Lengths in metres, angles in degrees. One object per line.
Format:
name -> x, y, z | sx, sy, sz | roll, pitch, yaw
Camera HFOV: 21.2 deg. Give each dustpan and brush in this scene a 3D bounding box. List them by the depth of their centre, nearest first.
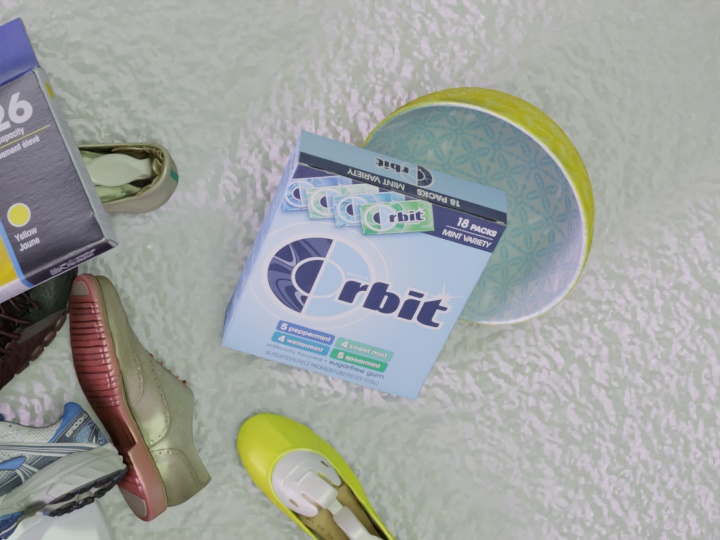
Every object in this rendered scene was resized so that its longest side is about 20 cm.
dustpan and brush -> -0.226, 0.279, 1.524 | 0.139, 0.057, 0.201 | -36, 91, -19

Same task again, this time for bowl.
bowl -> 0.104, -0.069, 1.539 | 0.200, 0.200, 0.108 | 49, 40, -8

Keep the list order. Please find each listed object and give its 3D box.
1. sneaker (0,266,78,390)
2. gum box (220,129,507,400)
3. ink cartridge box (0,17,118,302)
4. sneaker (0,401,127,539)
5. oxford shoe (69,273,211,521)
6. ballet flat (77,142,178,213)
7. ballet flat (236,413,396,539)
sneaker -> -0.278, 0.058, 1.470 | 0.075, 0.115, 0.201 | 33, 85, -10
gum box -> 0.000, 0.000, 1.502 | 0.168, 0.045, 0.201 | 16, 131, -11
ink cartridge box -> -0.310, -0.067, 1.452 | 0.196, 0.047, 0.202 | -26, 81, 2
sneaker -> -0.283, 0.160, 1.470 | 0.198, 0.077, 0.086 | -20, 71, -28
oxford shoe -> -0.175, 0.092, 1.524 | 0.073, 0.071, 0.202 | -22, 103, -29
ballet flat -> -0.240, -0.073, 1.502 | 0.198, 0.069, 0.070 | -6, 92, -11
ballet flat -> -0.020, 0.194, 1.551 | 0.067, 0.067, 0.200 | -42, 98, -7
